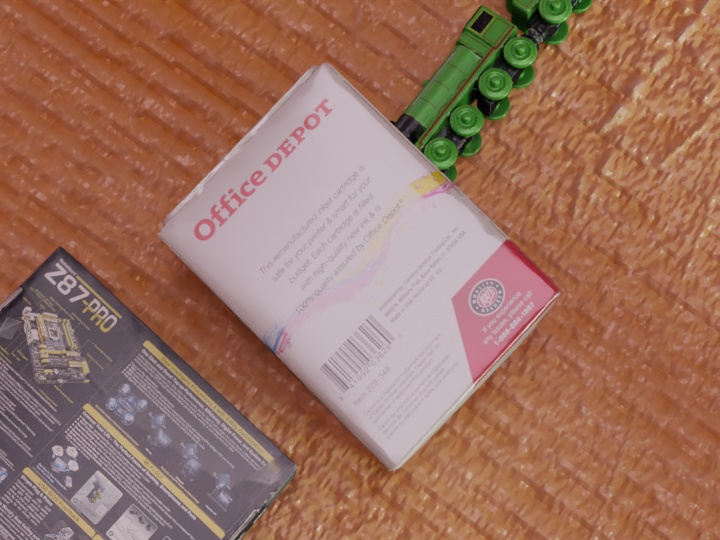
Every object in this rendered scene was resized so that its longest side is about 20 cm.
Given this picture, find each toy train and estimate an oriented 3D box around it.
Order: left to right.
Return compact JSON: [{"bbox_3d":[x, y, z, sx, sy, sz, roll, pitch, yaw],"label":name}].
[{"bbox_3d":[0.086,-0.138,0.944,0.056,0.042,0.201,35,74,15],"label":"toy train"}]

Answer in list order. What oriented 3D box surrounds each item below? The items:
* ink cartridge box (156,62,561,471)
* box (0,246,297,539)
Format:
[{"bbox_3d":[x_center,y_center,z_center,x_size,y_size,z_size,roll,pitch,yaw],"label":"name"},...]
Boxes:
[{"bbox_3d":[0.000,0.000,0.865,0.148,0.086,0.200,-44,82,-4],"label":"ink cartridge box"},{"bbox_3d":[-0.161,0.111,0.848,0.200,0.049,0.161,41,77,6],"label":"box"}]
